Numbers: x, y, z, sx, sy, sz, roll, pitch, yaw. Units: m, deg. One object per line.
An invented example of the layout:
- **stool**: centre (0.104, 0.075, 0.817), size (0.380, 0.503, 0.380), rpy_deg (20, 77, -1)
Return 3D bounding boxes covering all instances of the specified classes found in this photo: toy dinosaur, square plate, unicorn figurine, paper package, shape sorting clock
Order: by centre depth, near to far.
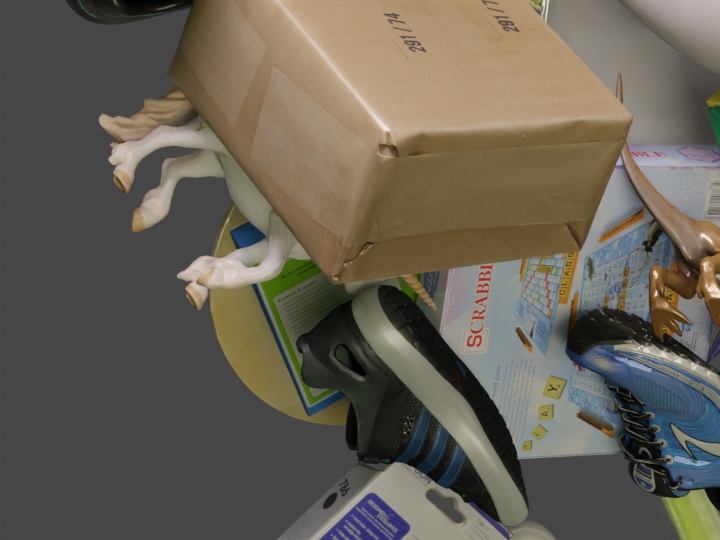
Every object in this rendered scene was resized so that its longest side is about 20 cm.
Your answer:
- **paper package**: centre (0.021, -0.097, 1.232), size (0.190, 0.200, 0.104), rpy_deg (-6, 133, -37)
- **unicorn figurine**: centre (-0.053, -0.036, 1.271), size (0.137, 0.074, 0.201), rpy_deg (-32, 86, -21)
- **toy dinosaur**: centre (0.202, -0.013, 1.336), size (0.200, 0.106, 0.060), rpy_deg (38, 132, -11)
- **shape sorting clock**: centre (0.000, 0.000, 1.367), size (0.199, 0.039, 0.201), rpy_deg (-10, 116, -21)
- **square plate**: centre (0.201, -0.169, 1.397), size (0.199, 0.028, 0.200), rpy_deg (2, 102, -18)

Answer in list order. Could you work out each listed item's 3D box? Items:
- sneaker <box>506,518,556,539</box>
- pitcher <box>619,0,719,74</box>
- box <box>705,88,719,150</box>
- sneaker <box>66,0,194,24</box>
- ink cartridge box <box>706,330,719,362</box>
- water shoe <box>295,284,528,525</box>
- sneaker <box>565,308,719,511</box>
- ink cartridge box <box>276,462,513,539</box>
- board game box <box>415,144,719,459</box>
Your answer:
- **sneaker**: centre (0.081, 0.261, 1.433), size (0.073, 0.085, 0.201), rpy_deg (26, 93, -19)
- **pitcher**: centre (0.209, -0.209, 1.305), size (0.199, 0.121, 0.172), rpy_deg (22, 79, 4)
- **box**: centre (0.307, -0.108, 1.398), size (0.200, 0.048, 0.118), rpy_deg (-41, 123, -30)
- **sneaker**: centre (-0.073, -0.186, 1.280), size (0.199, 0.079, 0.076), rpy_deg (-24, 109, -12)
- **ink cartridge box**: centre (0.310, -0.002, 1.429), size (0.200, 0.095, 0.037), rpy_deg (-36, 75, -10)
- **water shoe**: centre (0.031, 0.087, 1.317), size (0.079, 0.072, 0.200), rpy_deg (-27, 125, 13)
- **sneaker**: centre (0.195, 0.096, 1.380), size (0.200, 0.079, 0.089), rpy_deg (35, 92, -32)
- **ink cartridge box**: centre (-0.008, 0.197, 1.396), size (0.200, 0.039, 0.099), rpy_deg (-43, 111, 9)
- **board game box**: centre (0.131, 0.020, 1.388), size (0.198, 0.041, 0.201), rpy_deg (0, 111, -24)
